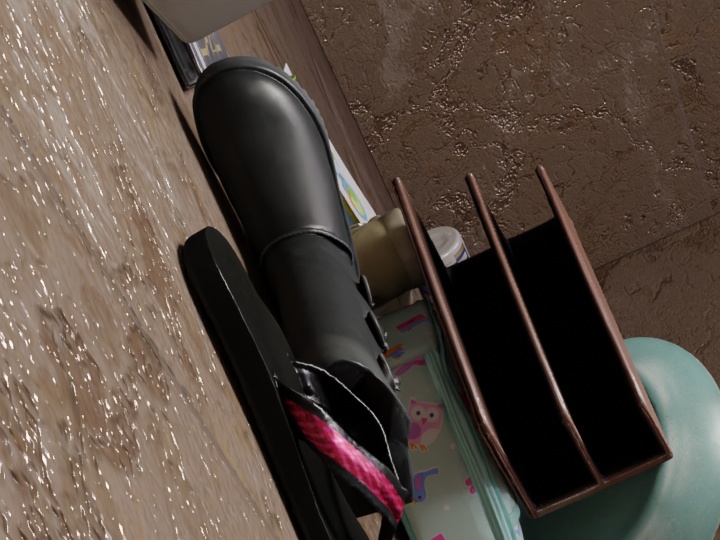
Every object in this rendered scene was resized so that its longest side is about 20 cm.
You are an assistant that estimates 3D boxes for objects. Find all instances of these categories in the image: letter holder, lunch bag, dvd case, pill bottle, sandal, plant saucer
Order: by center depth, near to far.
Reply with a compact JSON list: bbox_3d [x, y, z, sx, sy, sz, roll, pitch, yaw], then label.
[{"bbox_3d":[-0.014,0.069,0.679,0.075,0.045,0.202,-95,161,-79],"label":"sandal"},{"bbox_3d":[-0.120,-0.186,0.975,0.200,0.016,0.150,-88,154,-81],"label":"dvd case"},{"bbox_3d":[0.104,0.026,1.014,0.142,0.100,0.202,55,13,-53],"label":"letter holder"},{"bbox_3d":[0.050,0.114,1.061,0.200,0.076,0.162,-98,163,-77],"label":"lunch bag"},{"bbox_3d":[0.158,0.136,1.072,0.036,0.200,0.201,23,31,-34],"label":"plant saucer"},{"bbox_3d":[0.170,0.027,3.027,0.111,0.110,0.201,-108,173,-59],"label":"pill bottle"}]

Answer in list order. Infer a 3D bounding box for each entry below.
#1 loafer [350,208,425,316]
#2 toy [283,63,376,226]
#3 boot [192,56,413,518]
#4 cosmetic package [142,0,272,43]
[{"bbox_3d":[0.000,0.000,1.166,0.200,0.068,0.077,118,-49,-78],"label":"loafer"},{"bbox_3d":[-0.027,-0.064,1.316,0.201,0.047,0.115,62,8,-18],"label":"toy"},{"bbox_3d":[-0.030,0.004,0.798,0.201,0.065,0.166,-100,165,-56],"label":"boot"},{"bbox_3d":[-0.055,-0.250,0.779,0.169,0.198,0.166,68,10,21],"label":"cosmetic package"}]
